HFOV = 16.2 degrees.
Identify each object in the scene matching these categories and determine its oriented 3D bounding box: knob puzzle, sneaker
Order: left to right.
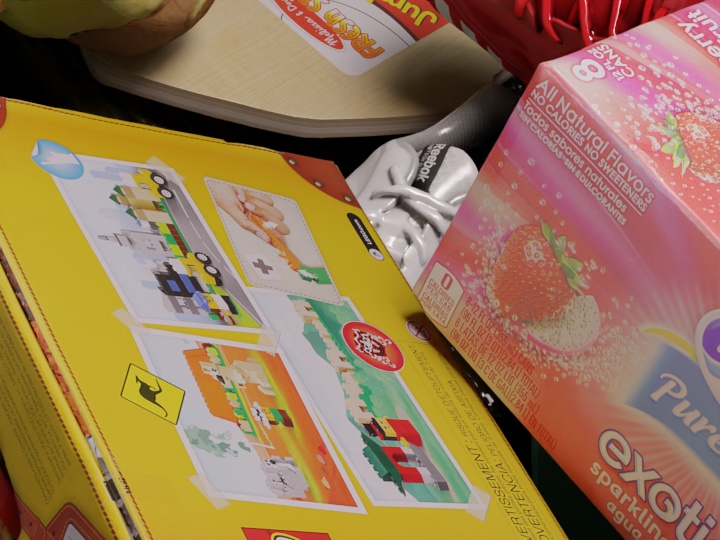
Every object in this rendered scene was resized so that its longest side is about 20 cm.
[{"bbox_3d":[-0.028,-0.110,0.956,0.218,0.031,0.221,8,47,-9],"label":"knob puzzle"},{"bbox_3d":[0.000,0.000,0.844,0.075,0.081,0.200,41,44,4],"label":"sneaker"},{"bbox_3d":[0.073,-0.083,0.811,0.115,0.200,0.079,32,79,-8],"label":"sneaker"}]

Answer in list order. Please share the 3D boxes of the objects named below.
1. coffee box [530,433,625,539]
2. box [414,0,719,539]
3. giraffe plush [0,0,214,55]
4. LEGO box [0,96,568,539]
[{"bbox_3d":[0.115,0.047,0.804,0.122,0.044,0.201,-7,41,11],"label":"coffee box"},{"bbox_3d":[0.123,0.032,0.663,0.102,0.095,0.200,-22,62,-40],"label":"box"},{"bbox_3d":[-0.082,-0.146,0.860,0.199,0.172,0.163,26,67,-27],"label":"giraffe plush"},{"bbox_3d":[-0.041,0.051,0.667,0.148,0.077,0.200,9,36,-38],"label":"LEGO box"}]
